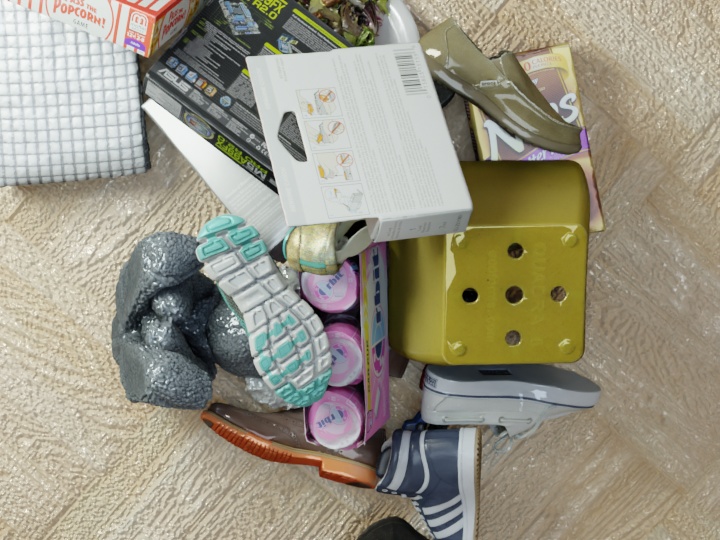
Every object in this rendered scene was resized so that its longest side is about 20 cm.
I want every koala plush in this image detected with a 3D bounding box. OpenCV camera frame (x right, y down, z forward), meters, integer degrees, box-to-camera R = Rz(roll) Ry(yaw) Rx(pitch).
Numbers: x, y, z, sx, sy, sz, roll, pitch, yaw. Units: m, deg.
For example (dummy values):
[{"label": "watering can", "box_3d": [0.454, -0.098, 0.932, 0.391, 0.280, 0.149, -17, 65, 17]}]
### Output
[{"label": "koala plush", "box_3d": [-0.143, 0.060, 1.653, 0.200, 0.184, 0.177, 1, 79, -21]}]

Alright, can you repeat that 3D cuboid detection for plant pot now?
[{"label": "plant pot", "box_3d": [0.135, 0.004, 1.584, 0.200, 0.176, 0.200, 0, 102, -4]}]

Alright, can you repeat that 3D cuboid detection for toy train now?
[{"label": "toy train", "box_3d": [0.086, 0.115, 1.719, 0.046, 0.034, 0.200, 19, 95, -2]}]

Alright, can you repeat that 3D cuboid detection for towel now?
[{"label": "towel", "box_3d": [-0.302, -0.190, 1.640, 0.165, 0.086, 0.200, -5, 98, -1]}]

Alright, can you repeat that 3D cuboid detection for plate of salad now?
[{"label": "plate of salad", "box_3d": [-0.036, -0.230, 1.638, 0.200, 0.048, 0.200, 2, 71, -5]}]

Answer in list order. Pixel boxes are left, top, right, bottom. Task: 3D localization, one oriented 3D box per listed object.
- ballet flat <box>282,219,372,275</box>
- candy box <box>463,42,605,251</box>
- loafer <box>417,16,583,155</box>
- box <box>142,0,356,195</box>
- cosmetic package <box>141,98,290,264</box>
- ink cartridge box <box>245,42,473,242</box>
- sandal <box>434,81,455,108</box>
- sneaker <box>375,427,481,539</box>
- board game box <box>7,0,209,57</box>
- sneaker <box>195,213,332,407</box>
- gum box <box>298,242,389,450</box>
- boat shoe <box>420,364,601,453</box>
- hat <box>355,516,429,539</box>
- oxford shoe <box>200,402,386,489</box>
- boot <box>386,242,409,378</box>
[{"label": "ballet flat", "box_3d": [0.002, -0.064, 1.551, 0.071, 0.071, 0.200, 45, 53, -7]}, {"label": "candy box", "box_3d": [0.178, -0.128, 1.686, 0.117, 0.056, 0.200, -13, 96, -1]}, {"label": "loafer", "box_3d": [0.144, -0.184, 1.613, 0.200, 0.076, 0.067, 31, 101, -5]}, {"label": "box", "box_3d": [-0.084, -0.178, 1.563, 0.200, 0.044, 0.160, 37, 69, 0]}, {"label": "cosmetic package", "box_3d": [-0.120, -0.111, 1.625, 0.090, 0.107, 0.200, -43, 81, 3]}, {"label": "ink cartridge box", "box_3d": [-0.005, -0.117, 1.489, 0.173, 0.044, 0.200, -7, 59, -13]}, {"label": "sandal", "box_3d": [0.019, -0.153, 1.666, 0.200, 0.048, 0.075, -40, 69, -20]}, {"label": "sneaker", "box_3d": [0.071, 0.241, 1.694, 0.108, 0.070, 0.200, 2, 127, 5]}, {"label": "board game box", "box_3d": [-0.224, -0.288, 1.561, 0.151, 0.200, 0.046, 22, 126, 8]}, {"label": "sneaker", "box_3d": [-0.088, 0.036, 1.551, 0.078, 0.091, 0.200, -26, 93, -3]}, {"label": "gum box", "box_3d": [-0.015, 0.074, 1.617, 0.066, 0.114, 0.200, 0, 98, 13]}, {"label": "boat shoe", "box_3d": [0.155, 0.148, 1.697, 0.202, 0.075, 0.086, 3, 111, -25]}, {"label": "hat", "box_3d": [0.024, 0.364, 1.712, 0.081, 0.201, 0.201, -18, 99, 39]}, {"label": "oxford shoe", "box_3d": [-0.070, 0.169, 1.709, 0.200, 0.071, 0.073, 20, 75, -9]}, {"label": "boot", "box_3d": [0.000, 0.000, 1.692, 0.186, 0.064, 0.200, 28, 99, -3]}]
